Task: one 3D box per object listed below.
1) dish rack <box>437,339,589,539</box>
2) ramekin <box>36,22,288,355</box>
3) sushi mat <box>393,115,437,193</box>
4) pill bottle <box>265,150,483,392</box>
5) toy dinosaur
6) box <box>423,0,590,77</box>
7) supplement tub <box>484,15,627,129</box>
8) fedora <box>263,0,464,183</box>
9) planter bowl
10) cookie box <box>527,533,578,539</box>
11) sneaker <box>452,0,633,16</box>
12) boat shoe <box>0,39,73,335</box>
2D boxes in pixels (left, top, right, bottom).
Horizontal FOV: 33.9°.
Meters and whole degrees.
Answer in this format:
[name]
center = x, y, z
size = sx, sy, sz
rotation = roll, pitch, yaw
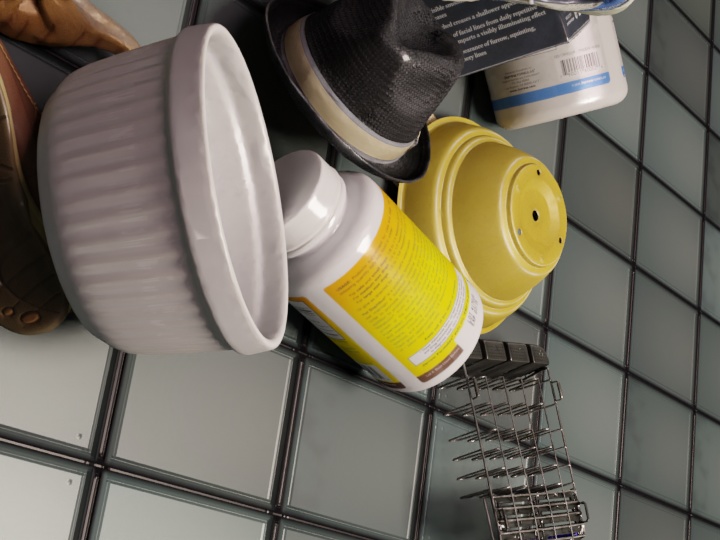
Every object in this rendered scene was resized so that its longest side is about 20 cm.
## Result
[dish rack]
center = 0.130, 0.154, 1.035
size = 0.153, 0.054, 0.201
rotation = 8, 65, -47
[ramekin]
center = -0.117, -0.041, 0.722
size = 0.200, 0.105, 0.201
rotation = -10, 90, -83
[sushi mat]
center = 0.069, -0.085, 1.067
size = 0.200, 0.012, 0.096
rotation = 48, 51, -33
[pill bottle]
center = 0.000, 0.000, 0.899
size = 0.200, 0.109, 0.109
rotation = 44, 53, -36
[toy dinosaur]
center = -0.191, -0.167, 0.761
size = 0.200, 0.060, 0.107
rotation = 9, 101, -43
[box]
center = 0.089, -0.275, 1.004
size = 0.200, 0.148, 0.107
rotation = 69, 26, -14
[supplement tub]
center = 0.171, -0.244, 1.123
size = 0.132, 0.132, 0.201
rotation = -21, 99, -49
[fedora]
center = 0.017, -0.163, 0.908
size = 0.200, 0.092, 0.201
rotation = 39, 28, -26
[planter bowl]
center = 0.126, -0.045, 1.053
size = 0.200, 0.083, 0.201
rotation = 9, 78, -47
[cookie box]
center = 0.149, 0.357, 1.035
size = 0.171, 0.075, 0.201
rotation = -26, 102, -49
[sneaker]
center = 0.119, -0.236, 0.895
size = 0.085, 0.199, 0.077
rotation = -77, 173, -74
[boat shoe]
center = -0.213, -0.064, 0.702
size = 0.068, 0.072, 0.201
rotation = -52, 128, -66
